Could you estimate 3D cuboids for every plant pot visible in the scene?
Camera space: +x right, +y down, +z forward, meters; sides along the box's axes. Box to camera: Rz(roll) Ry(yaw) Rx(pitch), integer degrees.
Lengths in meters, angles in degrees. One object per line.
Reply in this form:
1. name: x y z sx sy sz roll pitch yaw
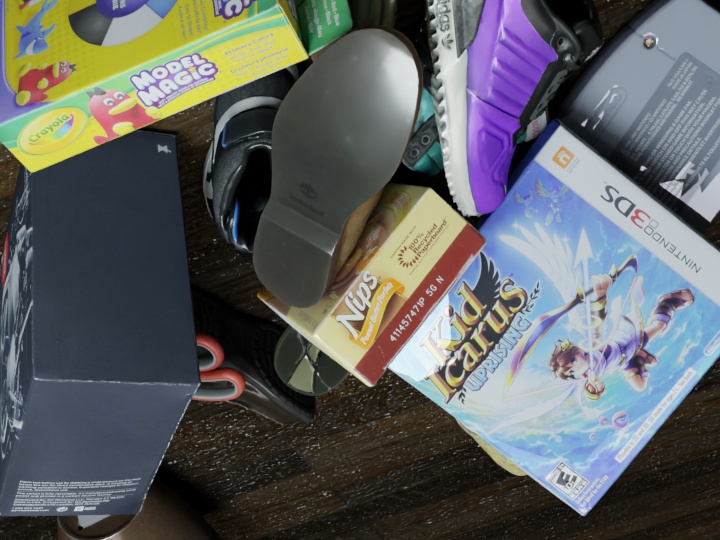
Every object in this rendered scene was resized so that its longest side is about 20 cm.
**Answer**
1. plant pot: -0.230 0.292 1.212 0.184 0.188 0.202 -14 132 2

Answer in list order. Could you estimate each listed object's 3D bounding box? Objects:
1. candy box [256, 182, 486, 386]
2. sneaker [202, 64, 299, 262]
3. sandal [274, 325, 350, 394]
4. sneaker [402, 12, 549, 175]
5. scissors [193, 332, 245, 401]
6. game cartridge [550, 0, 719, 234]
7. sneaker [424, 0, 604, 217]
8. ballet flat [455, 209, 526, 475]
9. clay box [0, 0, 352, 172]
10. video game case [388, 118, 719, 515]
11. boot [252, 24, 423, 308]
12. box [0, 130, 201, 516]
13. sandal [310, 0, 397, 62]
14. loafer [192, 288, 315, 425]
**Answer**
1. candy box: 0.000 0.000 0.805 0.055 0.200 0.116 41 85 -14
2. sneaker: -0.075 -0.042 0.809 0.072 0.113 0.201 1 143 -3
3. sandal: 0.005 0.018 0.966 0.200 0.057 0.080 -41 97 21
4. sneaker: 0.047 -0.130 0.761 0.119 0.084 0.201 -26 146 2
5. scissors: -0.190 0.080 0.964 0.196 0.014 0.074 -3 134 17
6. game cartridge: 0.198 -0.084 0.822 0.132 0.041 0.201 30 108 -13
7. sneaker: 0.089 -0.114 0.675 0.098 0.070 0.202 -8 134 2
8. ballet flat: 0.076 0.056 0.875 0.069 0.203 0.071 -14 175 -1
9. clay box: -0.108 -0.143 0.654 0.197 0.116 0.048 -21 145 11
10. video game case: 0.141 0.034 0.807 0.180 0.045 0.201 36 102 -4
11. boot: -0.007 -0.069 0.685 0.073 0.076 0.201 35 137 8
12. box: -0.186 0.035 0.810 0.102 0.202 0.183 5 142 -23
13. sandal: -0.015 -0.150 0.715 0.056 0.081 0.202 12 141 -11
14. loafer: -0.114 0.078 1.022 0.071 0.074 0.199 -27 134 28
